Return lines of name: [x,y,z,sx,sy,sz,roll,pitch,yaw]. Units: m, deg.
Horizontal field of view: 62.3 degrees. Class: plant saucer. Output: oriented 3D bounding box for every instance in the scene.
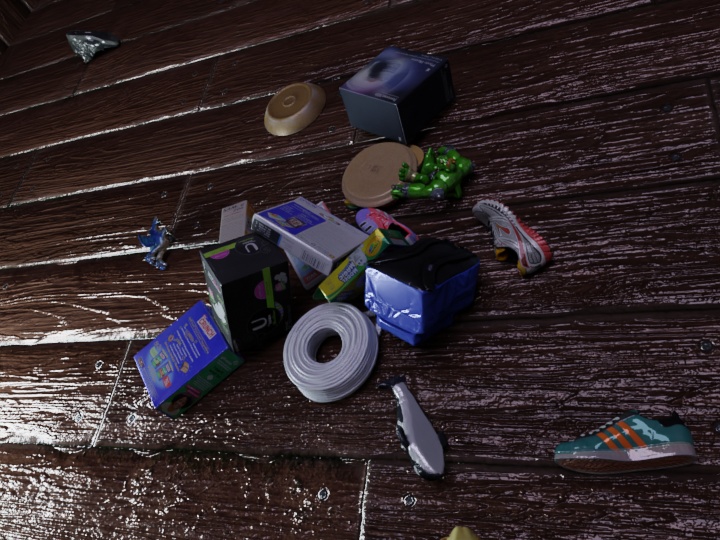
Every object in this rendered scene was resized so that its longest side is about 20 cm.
plant saucer: [-0.196,-0.474,1.706,0.199,0.035,0.201,-13,54,18]

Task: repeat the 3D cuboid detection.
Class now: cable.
cable: [-0.059,0.160,1.194,0.198,0.069,0.201,-8,56,21]

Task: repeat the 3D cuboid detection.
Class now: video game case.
video game case: [-0.107,-0.063,1.400,0.143,0.017,0.200,-34,51,1]

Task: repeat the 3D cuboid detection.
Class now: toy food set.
toy food set: [0.045,-0.227,1.415,0.197,0.049,0.201,6,62,29]

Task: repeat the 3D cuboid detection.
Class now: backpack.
backpack: [0.121,0.032,1.135,0.162,0.169,0.199,30,42,34]

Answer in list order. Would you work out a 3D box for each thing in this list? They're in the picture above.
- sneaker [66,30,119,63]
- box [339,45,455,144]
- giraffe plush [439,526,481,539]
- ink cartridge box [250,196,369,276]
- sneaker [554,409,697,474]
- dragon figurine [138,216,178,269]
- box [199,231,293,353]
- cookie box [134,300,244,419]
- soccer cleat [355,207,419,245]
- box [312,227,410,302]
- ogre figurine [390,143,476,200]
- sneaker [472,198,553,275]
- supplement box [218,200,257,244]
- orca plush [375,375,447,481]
sneaker: [-1.068,-0.901,2.402,0.198,0.115,0.077,-2,48,-9]
box: [0.091,-0.435,1.463,0.199,0.124,0.198,28,64,38]
giraffe plush: [0.171,0.477,0.831,0.161,0.200,0.173,30,69,7]
ink cartridge box: [-0.101,-0.079,1.271,0.197,0.200,0.044,31,118,13]
sneaker: [0.396,0.260,0.910,0.198,0.072,0.080,-8,51,15]
dragon figurine: [-0.558,-0.082,1.607,0.099,0.059,0.200,-42,52,-5]
box: [-0.234,0.043,1.248,0.148,0.201,0.124,-22,47,-23]
cookie box: [-0.382,0.196,1.325,0.200,0.075,0.171,-40,50,-3]
soccer cleat: [0.056,-0.095,1.303,0.067,0.077,0.200,-44,52,-8]
box: [0.000,0.000,1.198,0.200,0.117,0.048,-42,73,20]
ogre figurine: [0.170,-0.212,1.314,0.119,0.099,0.199,22,32,37]
sneaker: [0.284,-0.069,1.174,0.082,0.078,0.200,-39,50,-1]
supplement box: [-0.268,-0.045,1.397,0.073,0.126,0.201,-16,54,17]
orca plush: [0.079,0.285,1.044,0.071,0.105,0.200,-54,56,30]
